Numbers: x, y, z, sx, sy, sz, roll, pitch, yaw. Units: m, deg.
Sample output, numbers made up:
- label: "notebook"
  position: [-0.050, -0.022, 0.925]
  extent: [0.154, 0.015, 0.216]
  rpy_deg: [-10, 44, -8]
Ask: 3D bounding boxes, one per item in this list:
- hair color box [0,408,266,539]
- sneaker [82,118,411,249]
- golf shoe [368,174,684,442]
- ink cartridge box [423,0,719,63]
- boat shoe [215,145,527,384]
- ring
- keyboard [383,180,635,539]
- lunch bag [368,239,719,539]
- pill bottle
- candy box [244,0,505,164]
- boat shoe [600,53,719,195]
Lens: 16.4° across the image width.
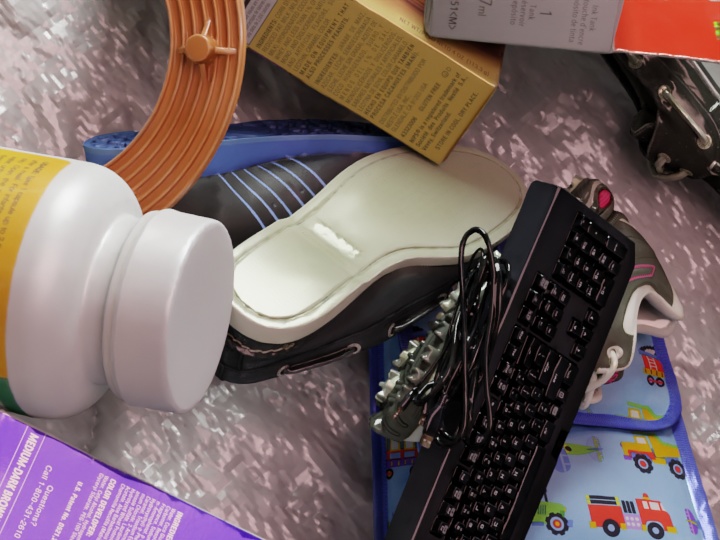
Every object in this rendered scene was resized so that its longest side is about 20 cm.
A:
- label: "hair color box"
  position: [-0.095, 0.135, 1.117]
  extent: [0.200, 0.109, 0.065]
  rpy_deg: [26, 74, -13]
- label: "sneaker"
  position: [-0.047, -0.030, 1.217]
  extent: [0.200, 0.070, 0.078]
  rpy_deg: [-5, 103, -32]
- label: "golf shoe"
  position: [0.083, 0.030, 1.176]
  extent: [0.088, 0.077, 0.200]
  rpy_deg: [45, 48, 5]
- label: "ink cartridge box"
  position: [0.121, -0.168, 1.243]
  extent: [0.173, 0.044, 0.200]
  rpy_deg: [5, 32, 0]
- label: "boat shoe"
  position: [0.002, 0.002, 1.181]
  extent: [0.074, 0.066, 0.199]
  rpy_deg: [39, 44, 17]
- label: "ring"
  position: [-0.149, -0.104, 1.147]
  extent: [0.200, 0.019, 0.201]
  rpy_deg: [0, 89, 15]
- label: "keyboard"
  position: [0.067, 0.061, 1.107]
  extent: [0.104, 0.040, 0.200]
  rpy_deg: [30, 76, -38]
- label: "lunch bag"
  position: [0.082, 0.078, 1.236]
  extent: [0.150, 0.094, 0.201]
  rpy_deg: [4, 61, -20]
- label: "pill bottle"
  position: [-0.161, 0.002, 1.081]
  extent: [0.199, 0.113, 0.113]
  rpy_deg: [11, 68, 15]
- label: "candy box"
  position: [-0.025, -0.145, 1.222]
  extent: [0.200, 0.057, 0.117]
  rpy_deg: [32, 29, -9]
- label: "boat shoe"
  position: [0.172, -0.080, 1.321]
  extent: [0.064, 0.071, 0.200]
  rpy_deg: [-33, 94, -6]
